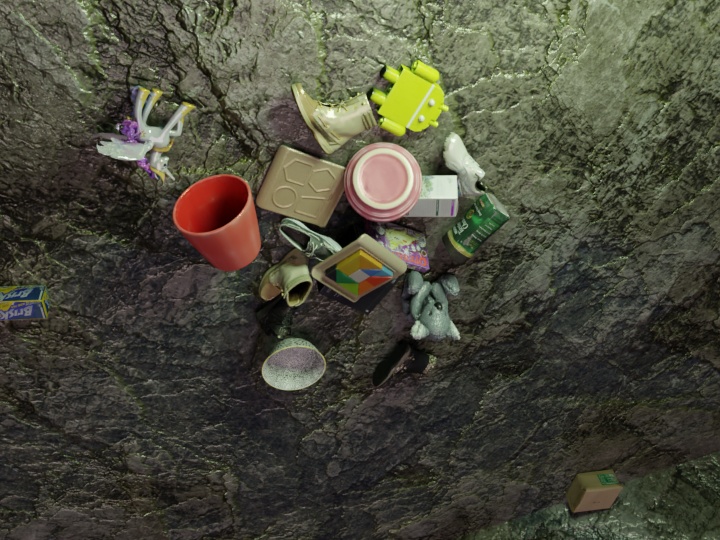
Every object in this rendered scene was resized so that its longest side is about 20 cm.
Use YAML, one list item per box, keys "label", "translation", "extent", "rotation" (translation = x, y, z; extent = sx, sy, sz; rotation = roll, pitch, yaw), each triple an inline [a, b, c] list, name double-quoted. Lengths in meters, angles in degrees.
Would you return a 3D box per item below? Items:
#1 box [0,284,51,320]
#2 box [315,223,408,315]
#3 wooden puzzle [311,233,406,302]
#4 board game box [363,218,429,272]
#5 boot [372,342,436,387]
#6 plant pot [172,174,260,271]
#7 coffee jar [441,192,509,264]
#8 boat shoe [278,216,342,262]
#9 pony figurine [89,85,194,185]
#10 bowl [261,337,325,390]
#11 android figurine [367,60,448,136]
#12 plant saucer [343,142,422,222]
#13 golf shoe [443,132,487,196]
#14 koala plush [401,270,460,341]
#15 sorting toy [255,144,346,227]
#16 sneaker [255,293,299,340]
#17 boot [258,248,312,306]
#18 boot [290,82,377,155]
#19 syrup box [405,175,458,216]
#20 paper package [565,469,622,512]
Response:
- label: "box"
  translation: [-0.931, 0.087, 1.606]
  extent: [0.198, 0.065, 0.071]
  rotation: [-2, 130, -13]
- label: "box"
  translation: [0.000, 0.000, 1.741]
  extent: [0.181, 0.105, 0.200]
  rotation: [26, 119, -29]
- label: "wooden puzzle"
  translation: [-0.003, 0.003, 1.627]
  extent: [0.199, 0.037, 0.184]
  rotation: [-34, 131, 28]
- label: "board game box"
  translation: [0.100, -0.072, 1.686]
  extent: [0.198, 0.121, 0.032]
  rotation: [15, 148, -31]
- label: "boot"
  translation: [0.150, 0.340, 2.083]
  extent: [0.153, 0.074, 0.204]
  rotation: [22, 121, -31]
- label: "plant pot"
  translation: [-0.340, -0.107, 1.522]
  extent: [0.198, 0.202, 0.178]
  rotation: [-17, 140, 0]
- label: "coffee jar"
  translation: [0.320, -0.117, 1.724]
  extent: [0.085, 0.105, 0.200]
  rotation: [28, 117, -28]
- label: "boat shoe"
  translation: [-0.135, -0.066, 1.623]
  extent: [0.199, 0.071, 0.072]
  rotation: [31, 118, -1]
- label: "pony figurine"
  translation: [-0.483, -0.301, 1.357]
  extent: [0.192, 0.167, 0.202]
  rotation: [13, 110, -32]
- label: "bowl"
  translation: [-0.213, 0.275, 1.923]
  extent: [0.198, 0.095, 0.202]
  rotation: [-7, 131, -8]
- label: "android figurine"
  translation: [0.120, -0.411, 1.473]
  extent: [0.199, 0.041, 0.183]
  rotation: [22, 121, -26]
- label: "plant saucer"
  translation: [0.056, -0.224, 1.522]
  extent: [0.198, 0.203, 0.051]
  rotation: [-16, 175, -1]
- label: "golf shoe"
  translation: [0.278, -0.273, 1.579]
  extent: [0.079, 0.097, 0.201]
  rotation: [-57, 140, -23]
- label: "koala plush"
  translation: [0.216, 0.135, 1.844]
  extent: [0.175, 0.201, 0.185]
  rotation: [4, 129, -17]
- label: "sorting toy"
  translation: [-0.148, -0.216, 1.575]
  extent: [0.198, 0.037, 0.186]
  rotation: [18, 123, -21]
- label: "sneaker"
  translation: [-0.210, 0.128, 1.781]
  extent: [0.199, 0.115, 0.076]
  rotation: [-37, 156, 17]
- label: "boot"
  translation: [-0.209, 0.048, 1.694]
  extent: [0.072, 0.155, 0.200]
  rotation: [32, 116, -33]
- label: "boot"
  translation: [-0.060, -0.382, 1.429]
  extent: [0.154, 0.073, 0.200]
  rotation: [-27, 132, 10]
- label: "syrup box"
  translation: [0.153, -0.193, 1.594]
  extent: [0.198, 0.079, 0.082]
  rotation: [1, 146, 4]
- label: "paper package"
  translation: [1.101, 1.043, 2.887]
  extent: [0.198, 0.104, 0.192]
  rotation: [-1, 130, -12]
